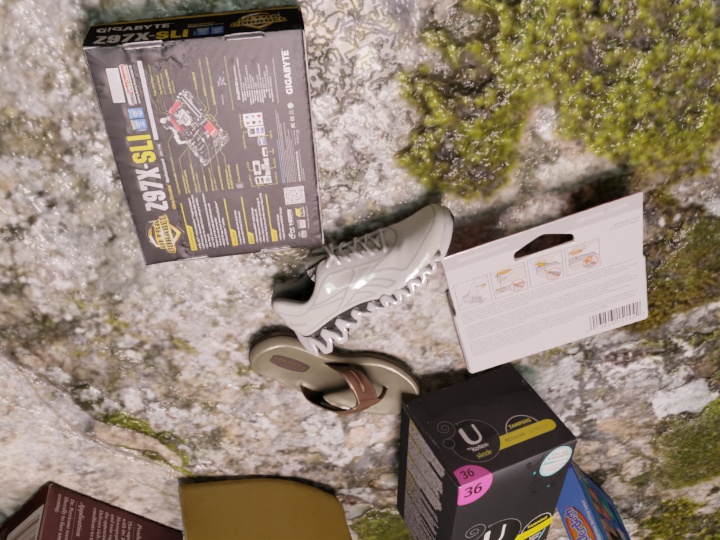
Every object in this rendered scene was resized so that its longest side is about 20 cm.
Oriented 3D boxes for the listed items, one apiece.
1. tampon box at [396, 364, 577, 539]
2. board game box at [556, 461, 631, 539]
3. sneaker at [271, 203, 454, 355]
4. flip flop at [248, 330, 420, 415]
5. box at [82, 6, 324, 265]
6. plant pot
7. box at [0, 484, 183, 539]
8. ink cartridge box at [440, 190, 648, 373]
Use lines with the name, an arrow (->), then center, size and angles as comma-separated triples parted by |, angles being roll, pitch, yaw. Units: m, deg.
tampon box -> 0.135, 0.237, 0.835 | 0.150, 0.126, 0.200 | -16, 131, -20
board game box -> 0.321, 0.364, 0.947 | 0.045, 0.200, 0.152 | -35, 126, 17
sneaker -> 0.000, 0.000, 0.683 | 0.200, 0.075, 0.081 | -38, 116, 18
flip flop -> -0.026, 0.122, 0.778 | 0.200, 0.058, 0.081 | 23, 121, -26
box -> -0.115, -0.102, 0.590 | 0.159, 0.049, 0.200 | -6, 129, -3
plant pot -> -0.106, 0.377, 0.890 | 0.199, 0.194, 0.196 | -7, 129, -17
box -> -0.342, 0.394, 0.865 | 0.164, 0.166, 0.200 | -40, 124, 19
ink cartridge box -> 0.186, 0.008, 0.737 | 0.199, 0.045, 0.176 | -18, 130, 3
